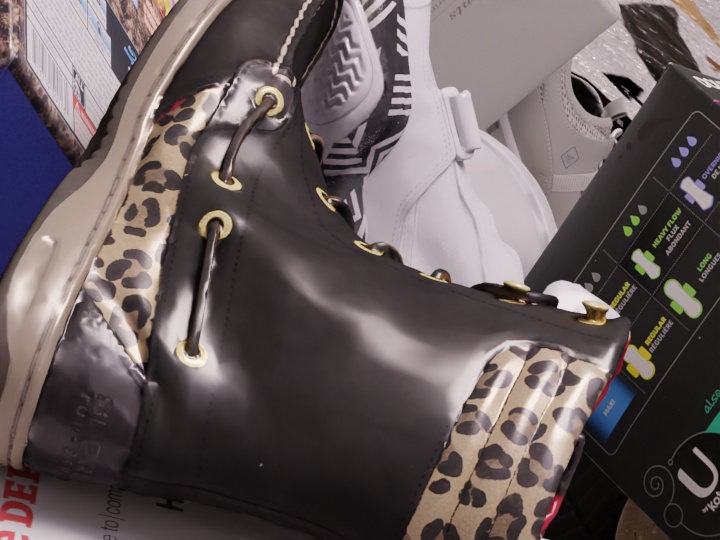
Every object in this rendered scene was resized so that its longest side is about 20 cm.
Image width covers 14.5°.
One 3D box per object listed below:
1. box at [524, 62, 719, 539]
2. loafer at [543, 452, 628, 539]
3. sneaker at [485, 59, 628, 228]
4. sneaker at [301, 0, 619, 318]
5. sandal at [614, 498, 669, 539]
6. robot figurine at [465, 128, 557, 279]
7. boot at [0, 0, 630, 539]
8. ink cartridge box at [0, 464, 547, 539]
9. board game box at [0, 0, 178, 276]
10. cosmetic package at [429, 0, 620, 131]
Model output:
[{"bbox_3d":[0.169,0.045,0.935,0.149,0.124,0.200,14,25,-48],"label":"box"},{"bbox_3d":[0.109,0.118,1.093,0.071,0.073,0.200,37,22,-40],"label":"loafer"},{"bbox_3d":[0.095,-0.045,1.318,0.075,0.082,0.200,57,-2,39],"label":"sneaker"},{"bbox_3d":[0.020,-0.014,0.876,0.115,0.200,0.075,12,-9,-31],"label":"sneaker"},{"bbox_3d":[0.109,0.136,0.956,0.212,0.078,0.070,-91,161,-46],"label":"sandal"},{"bbox_3d":[0.000,0.000,0.994,0.200,0.113,0.170,-4,87,-64],"label":"robot figurine"},{"bbox_3d":[-0.003,0.001,0.750,0.151,0.073,0.200,22,41,6],"label":"boot"},{"bbox_3d":[-0.024,0.118,0.710,0.200,0.085,0.145,14,23,-8],"label":"ink cartridge box"},{"bbox_3d":[-0.121,-0.089,0.865,0.159,0.097,0.200,62,19,-54],"label":"board game box"},{"bbox_3d":[-0.027,-0.146,1.178,0.167,0.166,0.200,52,5,32],"label":"cosmetic package"}]
